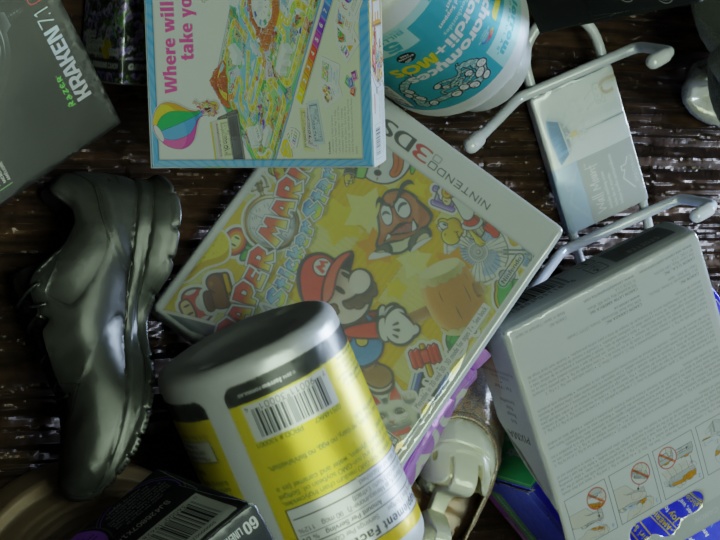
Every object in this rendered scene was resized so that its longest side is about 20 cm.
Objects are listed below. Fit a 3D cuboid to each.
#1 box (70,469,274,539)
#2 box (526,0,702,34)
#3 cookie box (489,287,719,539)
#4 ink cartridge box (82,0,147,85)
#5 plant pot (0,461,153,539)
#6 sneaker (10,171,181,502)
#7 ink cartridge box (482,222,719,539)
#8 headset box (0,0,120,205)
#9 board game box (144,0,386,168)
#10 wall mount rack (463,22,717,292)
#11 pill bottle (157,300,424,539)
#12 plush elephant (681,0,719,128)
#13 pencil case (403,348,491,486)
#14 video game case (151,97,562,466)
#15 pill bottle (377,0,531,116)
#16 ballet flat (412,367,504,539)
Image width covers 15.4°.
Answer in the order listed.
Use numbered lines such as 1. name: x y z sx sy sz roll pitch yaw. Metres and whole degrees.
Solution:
1. box: -0.089 0.233 1.510 0.122 0.106 0.200 -39 117 -24
2. box: 0.176 -0.268 1.689 0.200 0.124 0.149 -51 123 -45
3. cookie box: 0.197 0.127 1.826 0.200 0.075 0.171 -49 119 -20
4. ink cartridge box: -0.104 -0.210 1.583 0.109 0.050 0.200 -1 98 -35
5. plant pot: -0.150 0.218 1.587 0.201 0.093 0.201 -6 101 -34
6. sneaker: -0.166 0.036 1.567 0.091 0.076 0.200 12 76 -22
7. ink cartridge box: 0.172 0.089 1.747 0.162 0.050 0.200 -26 114 -23
8. headset box: -0.264 -0.105 1.460 0.200 0.093 0.174 -36 115 -25
9. board game box: -0.056 -0.159 1.520 0.034 0.134 0.200 -38 127 -74
10. wall mount rack: 0.143 -0.065 1.763 0.174 0.075 0.200 -25 109 -20
11. pill bottle: -0.031 0.129 1.568 0.114 0.114 0.200 -28 103 -29
12. plush elephant: 0.291 -0.165 1.814 0.155 0.200 0.165 13 103 -58
13. pencil case: 0.000 0.125 1.683 0.084 0.085 0.200 36 75 -40
14. video game case: 0.000 0.000 1.652 0.182 0.023 0.200 36 74 -3
15. pill bottle: 0.033 -0.163 1.631 0.200 0.111 0.111 30 78 -57
16. ballet flat: 0.052 0.157 1.727 0.068 0.067 0.200 20 84 -12
